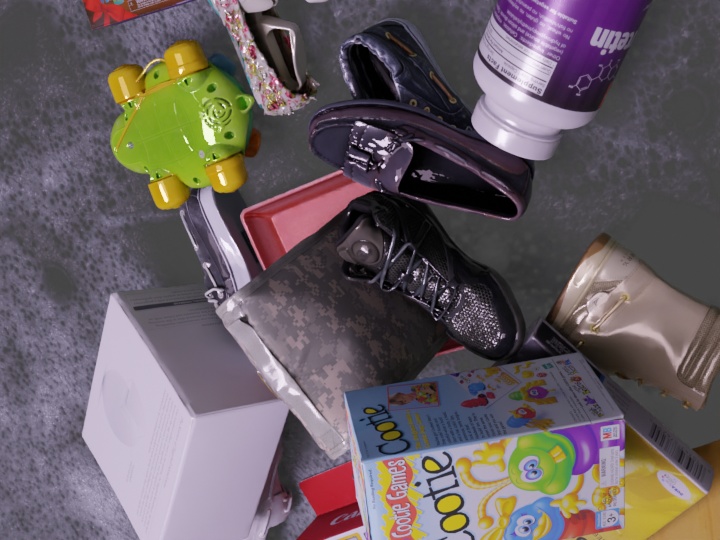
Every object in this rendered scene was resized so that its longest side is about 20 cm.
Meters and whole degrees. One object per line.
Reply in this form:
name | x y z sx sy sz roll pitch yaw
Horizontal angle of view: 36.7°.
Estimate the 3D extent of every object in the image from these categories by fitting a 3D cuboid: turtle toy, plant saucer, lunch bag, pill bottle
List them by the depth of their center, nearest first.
pill bottle | 0.160 -0.193 0.856 0.112 0.112 0.202 30 122 15
lunch bag | -0.032 0.060 0.969 0.117 0.200 0.165 -38 91 34
plant saucer | 0.000 0.000 1.069 0.198 0.037 0.202 -18 100 32
turtle toy | -0.178 -0.143 1.070 0.198 0.101 0.148 -12 103 33

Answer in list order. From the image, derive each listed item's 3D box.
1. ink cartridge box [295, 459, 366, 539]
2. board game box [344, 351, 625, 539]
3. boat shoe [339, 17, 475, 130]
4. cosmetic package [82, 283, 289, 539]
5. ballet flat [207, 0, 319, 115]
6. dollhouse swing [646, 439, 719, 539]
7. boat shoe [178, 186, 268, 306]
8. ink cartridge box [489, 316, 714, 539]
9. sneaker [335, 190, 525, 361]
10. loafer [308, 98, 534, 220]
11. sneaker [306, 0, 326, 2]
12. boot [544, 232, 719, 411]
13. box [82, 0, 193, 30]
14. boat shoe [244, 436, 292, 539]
ink cartridge box | 0.022 0.291 1.145 0.199 0.084 0.177 -29 94 35
board game box | 0.095 0.148 0.846 0.196 0.105 0.105 -9 114 -5
boat shoe | 0.056 -0.127 0.953 0.071 0.091 0.201 -37 90 34
cosmetic package | -0.188 0.156 1.142 0.200 0.121 0.202 48 131 39
ballet flat | -0.089 -0.229 0.982 0.063 0.076 0.201 1 137 29
dollhouse swing | 0.348 0.273 0.959 0.199 0.178 0.181 -30 124 36
boat shoe | -0.131 0.007 1.120 0.067 0.074 0.202 -22 98 29
ink cartridge box | 0.171 0.173 0.963 0.197 0.047 0.201 40 123 2
sneaker | 0.049 0.006 0.923 0.200 0.113 0.077 51 126 25
loafer | 0.050 -0.090 0.903 0.197 0.064 0.073 13 134 -2
sneaker | -0.081 -0.325 0.959 0.201 0.075 0.088 49 125 4
boot | 0.230 0.086 0.957 0.154 0.073 0.202 31 119 13
box | -0.200 -0.323 1.047 0.197 0.039 0.139 -8 105 31
boat shoe | -0.113 0.265 1.225 0.067 0.072 0.203 17 109 -9
